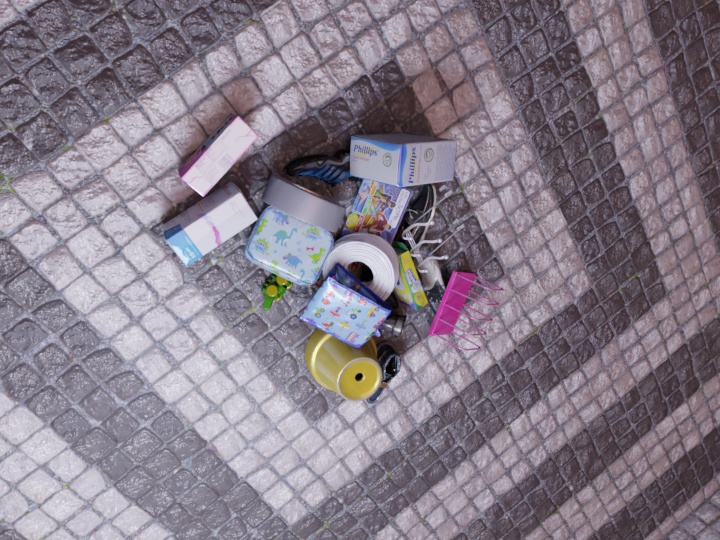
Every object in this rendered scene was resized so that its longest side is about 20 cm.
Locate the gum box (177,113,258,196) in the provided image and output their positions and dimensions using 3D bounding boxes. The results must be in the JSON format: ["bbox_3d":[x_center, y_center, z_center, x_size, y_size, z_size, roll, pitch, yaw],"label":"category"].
[{"bbox_3d":[-0.335,-0.266,1.387,0.200,0.113,0.066,-48,117,-1],"label":"gum box"}]

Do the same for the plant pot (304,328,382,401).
[{"bbox_3d":[-0.032,0.256,1.641,0.200,0.189,0.201,-7,109,-20],"label":"plant pot"}]

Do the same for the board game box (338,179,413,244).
[{"bbox_3d":[0.041,-0.143,1.582,0.135,0.034,0.200,24,97,4],"label":"board game box"}]

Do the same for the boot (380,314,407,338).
[{"bbox_3d":[0.038,0.128,1.674,0.174,0.200,0.069,19,84,5],"label":"boot"}]

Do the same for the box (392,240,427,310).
[{"bbox_3d":[0.109,0.004,1.651,0.048,0.117,0.200,-30,115,-19],"label":"box"}]

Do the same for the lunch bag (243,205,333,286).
[{"bbox_3d":[-0.177,-0.063,1.507,0.200,0.082,0.161,25,80,-14],"label":"lunch bag"}]

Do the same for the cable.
[{"bbox_3d":[0.000,0.000,1.563,0.200,0.069,0.200,17,118,7],"label":"cable"}]

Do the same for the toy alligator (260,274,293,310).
[{"bbox_3d":[-0.202,0.016,1.574,0.054,0.059,0.200,38,83,16],"label":"toy alligator"}]

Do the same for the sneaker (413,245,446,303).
[{"bbox_3d":[0.206,0.013,1.726,0.073,0.072,0.200,-62,139,-41],"label":"sneaker"}]

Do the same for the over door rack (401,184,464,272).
[{"bbox_3d":[0.207,-0.107,1.599,0.200,0.067,0.148,-49,136,-19],"label":"over door rack"}]

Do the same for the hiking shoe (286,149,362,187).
[{"bbox_3d":[-0.087,-0.249,1.513,0.200,0.074,0.087,-11,111,-18],"label":"hiking shoe"}]

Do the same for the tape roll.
[{"bbox_3d":[-0.136,-0.163,1.452,0.200,0.200,0.066,20,100,-26],"label":"tape roll"}]

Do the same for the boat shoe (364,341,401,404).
[{"bbox_3d":[0.059,0.315,1.751,0.071,0.091,0.201,8,104,-24],"label":"boat shoe"}]

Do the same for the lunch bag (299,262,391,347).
[{"bbox_3d":[-0.027,0.106,1.528,0.200,0.094,0.151,35,118,-3],"label":"lunch bag"}]

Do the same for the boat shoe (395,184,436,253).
[{"bbox_3d":[0.152,-0.145,1.644,0.067,0.072,0.200,13,104,-29],"label":"boat shoe"}]

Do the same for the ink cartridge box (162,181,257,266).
[{"bbox_3d":[-0.355,-0.114,1.413,0.200,0.145,0.085,-36,117,-7],"label":"ink cartridge box"}]

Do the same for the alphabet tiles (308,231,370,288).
[{"bbox_3d":[-0.060,-0.023,1.638,0.200,0.008,0.168,11,103,-24],"label":"alphabet tiles"}]

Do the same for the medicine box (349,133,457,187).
[{"bbox_3d":[0.105,-0.279,1.490,0.200,0.182,0.103,-14,114,-38],"label":"medicine box"}]

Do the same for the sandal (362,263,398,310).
[{"bbox_3d":[0.044,0.033,1.656,0.048,0.075,0.201,-24,114,12],"label":"sandal"}]

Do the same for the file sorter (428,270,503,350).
[{"bbox_3d":[0.312,0.118,1.736,0.139,0.125,0.200,5,108,-56],"label":"file sorter"}]
